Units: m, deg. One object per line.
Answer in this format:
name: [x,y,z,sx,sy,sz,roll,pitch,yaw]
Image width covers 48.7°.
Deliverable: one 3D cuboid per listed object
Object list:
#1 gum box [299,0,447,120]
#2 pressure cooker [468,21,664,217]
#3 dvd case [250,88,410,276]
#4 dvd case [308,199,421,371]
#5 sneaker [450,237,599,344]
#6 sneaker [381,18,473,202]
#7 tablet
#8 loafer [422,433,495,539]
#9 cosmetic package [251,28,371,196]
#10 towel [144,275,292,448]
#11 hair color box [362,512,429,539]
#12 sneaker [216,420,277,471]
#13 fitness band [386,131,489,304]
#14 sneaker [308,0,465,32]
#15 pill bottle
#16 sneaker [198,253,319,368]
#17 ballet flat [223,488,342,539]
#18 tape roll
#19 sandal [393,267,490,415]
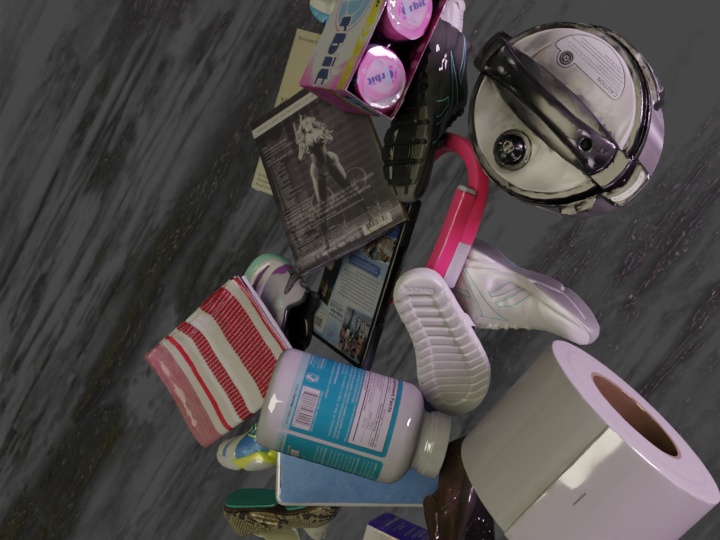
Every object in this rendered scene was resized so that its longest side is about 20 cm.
gum box: [0.025,-0.265,0.823,0.113,0.066,0.202,27,93,58]
pressure cooker: [0.200,-0.141,0.773,0.174,0.200,0.181,4,90,27]
dvd case: [-0.040,-0.115,0.910,0.148,0.016,0.202,-27,74,25]
dvd case: [0.000,0.000,0.933,0.142,0.017,0.202,27,102,56]
sneaker: [0.165,0.034,0.866,0.200,0.070,0.081,32,108,31]
sneaker: [0.079,-0.169,0.847,0.075,0.079,0.202,9,89,53]
tablet: [0.002,0.206,0.920,0.198,0.014,0.132,1,86,-2]
loafer: [0.104,0.273,0.860,0.071,0.073,0.201,-13,46,38]
cosmetic package: [-0.050,-0.179,0.970,0.104,0.071,0.202,20,98,26]
towel: [-0.170,0.115,0.971,0.200,0.023,0.145,-38,84,30]
hair color box: [0.090,0.368,0.896,0.198,0.065,0.110,17,95,24]
sneaker: [-0.091,0.182,0.979,0.198,0.076,0.106,-11,94,15]
fitness band: [0.072,-0.056,0.890,0.143,0.037,0.202,36,108,55]
sneaker: [0.034,-0.305,0.925,0.198,0.075,0.087,20,111,17]
pill bottle: [-0.005,0.163,0.861,0.198,0.111,0.112,17,97,0]
sneaker: [-0.119,0.093,0.983,0.140,0.077,0.201,39,107,36]
ballet flat: [-0.083,0.303,0.991,0.199,0.068,0.076,-17,103,31]
tape roll: [0.215,0.185,0.760,0.203,0.202,0.139,46,107,20]
sandal: [0.094,0.074,0.871,0.082,0.050,0.204,-12,123,12]
